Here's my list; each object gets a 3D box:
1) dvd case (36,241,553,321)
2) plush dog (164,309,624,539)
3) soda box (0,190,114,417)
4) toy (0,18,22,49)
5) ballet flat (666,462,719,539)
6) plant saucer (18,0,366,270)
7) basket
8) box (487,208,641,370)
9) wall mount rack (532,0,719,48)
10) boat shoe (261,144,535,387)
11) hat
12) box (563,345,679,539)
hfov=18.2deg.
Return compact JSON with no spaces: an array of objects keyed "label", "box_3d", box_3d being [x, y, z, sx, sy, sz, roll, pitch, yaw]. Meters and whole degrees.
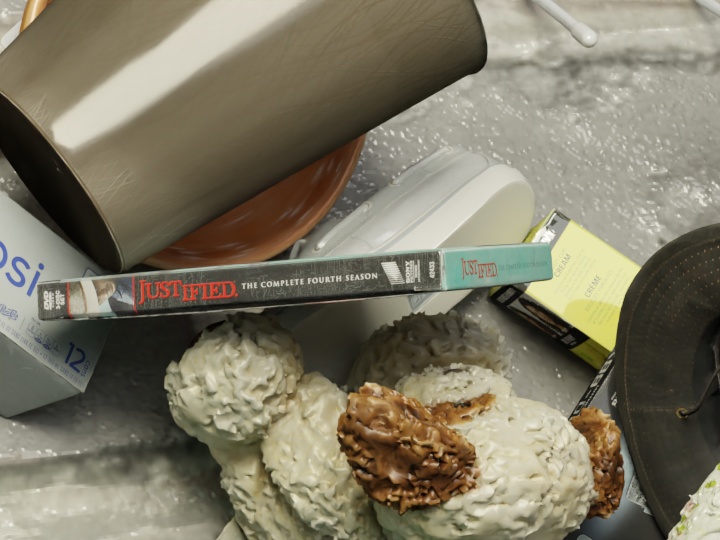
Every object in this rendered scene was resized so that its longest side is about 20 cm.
[{"label":"dvd case","box_3d":[-0.027,0.005,1.030,0.146,0.198,0.022,-5,89,-66]},{"label":"plush dog","box_3d":[0.027,0.096,1.035,0.199,0.171,0.162,2,84,-41]},{"label":"soda box","box_3d":[-0.208,-0.015,1.043,0.200,0.068,0.064,40,53,-28]},{"label":"toy","box_3d":[-0.092,-0.139,1.205,0.115,0.047,0.200,49,64,-13]},{"label":"ballet flat","box_3d":[0.154,0.172,1.028,0.075,0.201,0.064,26,20,6]},{"label":"plant saucer","box_3d":[-0.087,-0.099,1.155,0.199,0.037,0.202,-1,91,-30]},{"label":"basket","box_3d":[-0.071,-0.102,1.065,0.200,0.136,0.180,-40,71,-16]},{"label":"box","box_3d":[0.165,0.046,1.186,0.199,0.075,0.050,34,81,-1]},{"label":"wall mount rack","box_3d":[0.154,-0.187,1.309,0.198,0.075,0.175,-1,64,-20]},{"label":"boat shoe","box_3d":[0.000,0.000,1.161,0.200,0.072,0.068,-41,50,-18]},{"label":"hat","box_3d":[0.213,0.058,1.055,0.201,0.201,0.081,45,38,7]},{"label":"box","box_3d":[0.165,0.125,1.116,0.157,0.050,0.201,34,83,0]}]
